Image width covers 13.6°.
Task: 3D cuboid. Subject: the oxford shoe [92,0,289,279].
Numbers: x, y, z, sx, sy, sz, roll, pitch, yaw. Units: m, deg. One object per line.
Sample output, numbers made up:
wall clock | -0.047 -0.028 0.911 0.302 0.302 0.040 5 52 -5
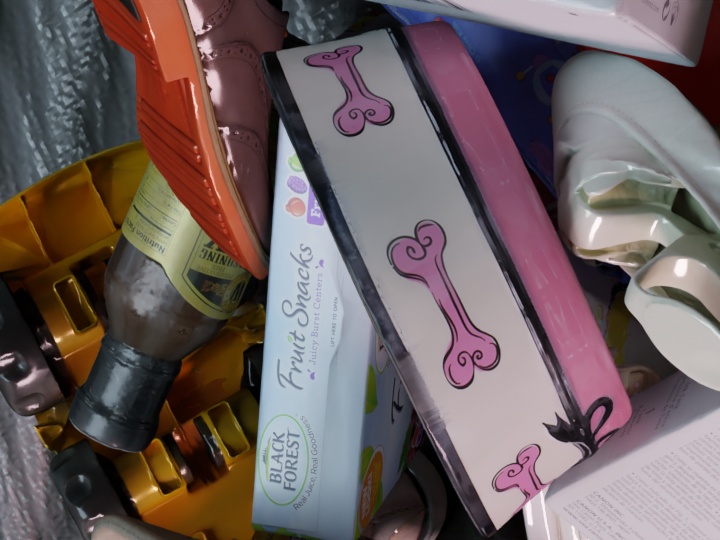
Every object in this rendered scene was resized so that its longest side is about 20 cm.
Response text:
oxford shoe | -0.053 -0.076 1.242 0.071 0.072 0.201 42 159 38

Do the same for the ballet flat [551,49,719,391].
ballet flat | 0.111 -0.011 1.067 0.200 0.069 0.070 50 139 36

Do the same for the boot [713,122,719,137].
boot | 0.159 -0.051 1.100 0.155 0.077 0.201 -9 109 52

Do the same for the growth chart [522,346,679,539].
growth chart | 0.158 0.093 1.235 0.199 0.018 0.145 4 122 6

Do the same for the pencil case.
pencil case | 0.083 -0.082 1.260 0.200 0.087 0.078 52 161 14

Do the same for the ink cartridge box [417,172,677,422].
ink cartridge box | 0.125 0.057 1.299 0.200 0.067 0.117 32 130 30

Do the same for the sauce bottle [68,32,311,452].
sauce bottle | -0.075 -0.014 1.351 0.065 0.065 0.201 33 108 29

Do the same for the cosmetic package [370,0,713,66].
cosmetic package | 0.038 -0.196 1.076 0.198 0.123 0.201 14 91 20

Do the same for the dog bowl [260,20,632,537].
dog bowl | 0.036 -0.005 1.136 0.200 0.073 0.201 -26 -90 -87

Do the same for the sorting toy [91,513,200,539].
sorting toy | 0.002 0.161 1.290 0.199 0.185 0.037 15 84 50

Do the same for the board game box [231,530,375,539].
board game box | 0.035 0.145 1.356 0.095 0.200 0.030 17 88 39

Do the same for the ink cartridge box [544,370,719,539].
ink cartridge box | 0.190 0.091 1.151 0.161 0.050 0.200 39 140 -14

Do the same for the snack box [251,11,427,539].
snack box | 0.000 0.000 1.316 0.053 0.142 0.201 9 109 14

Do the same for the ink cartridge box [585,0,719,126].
ink cartridge box | 0.135 -0.159 1.157 0.200 0.050 0.162 -46 74 27

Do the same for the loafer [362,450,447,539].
loafer | -0.022 0.162 1.506 0.072 0.063 0.200 45 135 19

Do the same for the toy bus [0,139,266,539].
toy bus | -0.108 0.056 1.491 0.201 0.135 0.192 61 170 5
